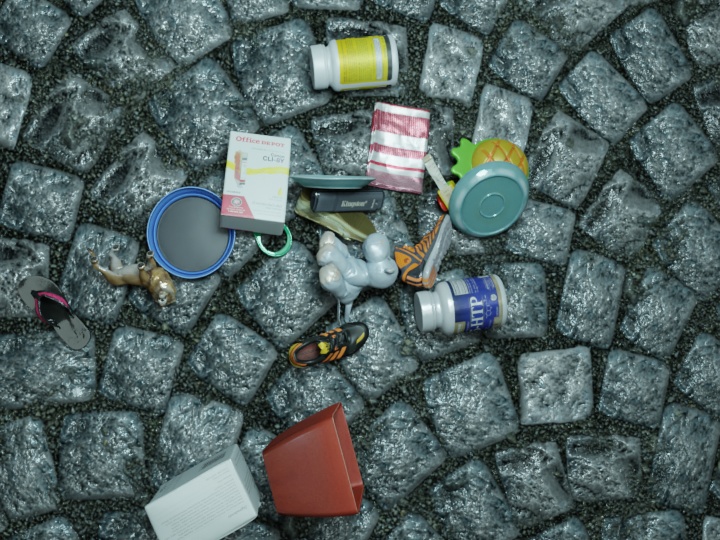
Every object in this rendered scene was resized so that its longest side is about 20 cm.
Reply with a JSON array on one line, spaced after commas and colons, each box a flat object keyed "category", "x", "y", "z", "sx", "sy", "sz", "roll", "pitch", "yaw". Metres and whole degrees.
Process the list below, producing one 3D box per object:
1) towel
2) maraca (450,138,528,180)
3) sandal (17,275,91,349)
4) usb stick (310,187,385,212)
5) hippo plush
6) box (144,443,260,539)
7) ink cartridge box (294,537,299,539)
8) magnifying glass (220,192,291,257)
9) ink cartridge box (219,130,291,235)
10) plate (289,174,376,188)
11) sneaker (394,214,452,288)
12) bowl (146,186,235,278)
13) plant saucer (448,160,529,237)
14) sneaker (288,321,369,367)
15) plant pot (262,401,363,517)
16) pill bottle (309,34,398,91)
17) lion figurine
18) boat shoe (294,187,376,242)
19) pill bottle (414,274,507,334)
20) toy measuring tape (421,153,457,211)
[{"category": "towel", "x": 0.090, "y": -0.292, "z": 1.684, "sx": 0.140, "sy": 0.023, "sz": 0.207, "roll": 8, "pitch": 85, "yaw": -7}, {"category": "maraca", "x": 0.304, "y": -0.245, "z": 1.660, "sx": 0.194, "sy": 0.107, "sz": 0.141, "roll": 5, "pitch": 72, "yaw": -11}, {"category": "sandal", "x": -0.669, "y": 0.087, "z": 1.551, "sx": 0.075, "sy": 0.045, "sz": 0.200, "roll": -43, "pitch": 91, "yaw": -8}, {"category": "usb stick", "x": -0.028, "y": -0.160, "z": 1.608, "sx": 0.196, "sy": 0.032, "sz": 0.057, "roll": -5, "pitch": 117, "yaw": -36}, {"category": "hippo plush", "x": 0.000, "y": 0.000, "z": 1.564, "sx": 0.156, "sy": 0.159, "sz": 0.206, "roll": -14, "pitch": 85, "yaw": 13}, {"category": "box", "x": -0.322, "y": 0.482, "z": 1.485, "sx": 0.196, "sy": 0.199, "sz": 0.133, "roll": -28, "pitch": 88, "yaw": -8}, {"category": "ink cartridge box", "x": -0.162, "y": 0.728, "z": 1.544, "sx": 0.199, "sy": 0.084, "sz": 0.177, "roll": -38, "pitch": 91, "yaw": -9}, {"category": "magnifying glass", "x": -0.240, "y": -0.112, "z": 1.633, "sx": 0.199, "sy": 0.022, "sz": 0.080, "roll": 42, "pitch": 82, "yaw": -4}, {"category": "ink cartridge box", "x": -0.233, "y": -0.196, "z": 1.583, "sx": 0.141, "sy": 0.084, "sz": 0.206, "roll": 6, "pitch": 72, "yaw": -9}, {"category": "plate", "x": -0.062, "y": -0.196, "z": 1.573, "sx": 0.194, "sy": 0.200, "sz": 0.026, "roll": 0, "pitch": 99, "yaw": -7}, {"category": "sneaker", "x": 0.140, "y": -0.056, "z": 1.643, "sx": 0.109, "sy": 0.079, "sz": 0.203, "roll": 10, "pitch": 54, "yaw": 26}, {"category": "bowl", "x": -0.380, "y": -0.084, "z": 1.603, "sx": 0.194, "sy": 0.039, "sz": 0.207, "roll": 0, "pitch": 86, "yaw": -7}, {"category": "plant saucer", "x": 0.299, "y": -0.155, "z": 1.632, "sx": 0.194, "sy": 0.028, "sz": 0.204, "roll": -6, "pitch": 128, "yaw": -8}, {"category": "sneaker", "x": -0.067, "y": 0.171, "z": 1.595, "sx": 0.195, "sy": 0.090, "sz": 0.072, "roll": -19, "pitch": 88, "yaw": -7}, {"category": "plant pot", "x": -0.104, "y": 0.420, "z": 1.530, "sx": 0.171, "sy": 0.200, "sz": 0.206, "roll": -17, "pitch": 87, "yaw": 3}, {"category": "pill bottle", "x": -0.017, "y": -0.476, "z": 1.639, "sx": 0.194, "sy": 0.114, "sz": 0.118, "roll": -7, "pitch": 86, "yaw": -8}, {"category": "lion figurine", "x": -0.501, "y": 0.010, "z": 1.564, "sx": 0.194, "sy": 0.124, "sz": 0.074, "roll": 15, "pitch": 51, "yaw": 10}, {"category": "boat shoe", "x": -0.057, "y": -0.116, "z": 1.638, "sx": 0.197, "sy": 0.064, "sz": 0.074, "roll": 26, "pitch": 41, "yaw": -9}, {"category": "pill bottle", "x": 0.226, "y": 0.082, "z": 1.622, "sx": 0.194, "sy": 0.120, "sz": 0.124, "roll": -8, "pitch": 86, "yaw": -7}, {"category": "toy measuring tape", "x": 0.194, "y": -0.199, "z": 1.645, "sx": 0.073, "sy": 0.073, "sz": 0.201, "roll": -43, "pitch": 121, "yaw": -9}]
